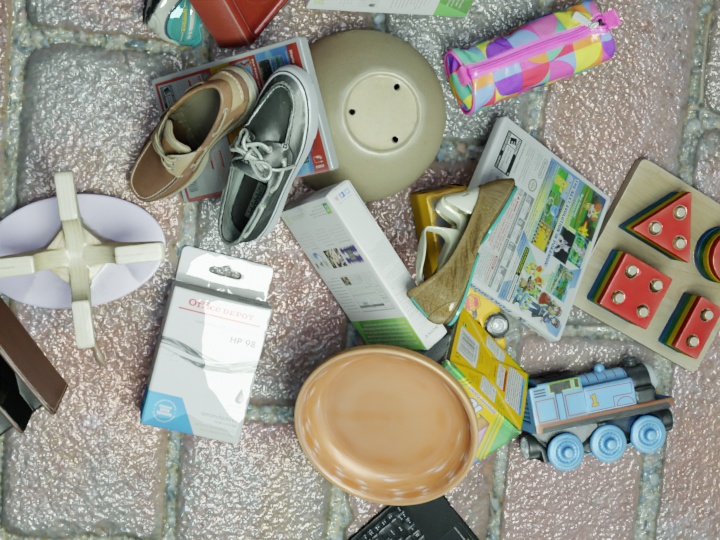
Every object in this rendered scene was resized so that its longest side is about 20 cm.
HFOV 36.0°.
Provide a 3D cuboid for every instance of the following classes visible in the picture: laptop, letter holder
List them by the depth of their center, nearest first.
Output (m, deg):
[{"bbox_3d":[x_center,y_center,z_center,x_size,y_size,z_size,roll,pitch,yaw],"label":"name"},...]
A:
[{"bbox_3d":[-0.414,0.088,1.175,0.100,0.142,0.200,-35,102,-5],"label":"letter holder"},{"bbox_3d":[0.065,0.384,1.320,0.200,0.103,0.177,-39,102,-5],"label":"laptop"}]

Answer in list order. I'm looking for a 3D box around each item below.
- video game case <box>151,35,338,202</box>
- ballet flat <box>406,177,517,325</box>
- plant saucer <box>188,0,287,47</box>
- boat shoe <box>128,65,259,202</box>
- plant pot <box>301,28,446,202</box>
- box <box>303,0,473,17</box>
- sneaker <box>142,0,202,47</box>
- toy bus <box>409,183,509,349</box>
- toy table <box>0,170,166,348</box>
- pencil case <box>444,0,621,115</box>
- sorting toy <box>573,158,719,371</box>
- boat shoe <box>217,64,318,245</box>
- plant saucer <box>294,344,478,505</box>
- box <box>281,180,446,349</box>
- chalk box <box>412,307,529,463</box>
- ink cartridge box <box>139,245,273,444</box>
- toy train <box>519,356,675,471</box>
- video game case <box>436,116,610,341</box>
[{"bbox_3d":[-0.128,-0.161,1.207,0.199,0.017,0.144,-9,100,29],"label":"video game case"},{"bbox_3d":[0.103,-0.035,1.188,0.072,0.068,0.201,30,66,-4],"label":"ballet flat"},{"bbox_3d":[-0.092,-0.330,1.162,0.037,0.200,0.200,39,88,7],"label":"plant saucer"},{"bbox_3d":[-0.193,-0.145,1.192,0.076,0.072,0.200,48,119,5],"label":"boat shoe"},{"bbox_3d":[0.011,-0.173,1.233,0.199,0.134,0.201,-1,96,-11],"label":"plant pot"},{"bbox_3d":[0.048,-0.341,1.208,0.199,0.145,0.036,0,59,-20],"label":"box"},{"bbox_3d":[-0.168,-0.342,1.223,0.079,0.077,0.201,25,96,-32],"label":"sneaker"},{"bbox_3d":[0.117,0.000,1.307,0.078,0.065,0.201,-13,98,-9],"label":"toy bus"},{"bbox_3d":[-0.309,-0.015,1.198,0.199,0.117,0.185,-18,99,-9],"label":"toy table"},{"bbox_3d":[0.198,-0.250,1.287,0.199,0.088,0.089,-24,100,-7],"label":"pencil case"},{"bbox_3d":[0.385,-0.003,1.356,0.199,0.070,0.199,29,90,-12],"label":"sorting toy"},{"bbox_3d":[-0.105,-0.117,1.158,0.073,0.068,0.200,34,117,15],"label":"boat shoe"},{"bbox_3d":[0.029,0.162,1.188,0.199,0.037,0.201,6,119,11],"label":"plant saucer"},{"bbox_3d":[0.000,0.000,1.236,0.036,0.144,0.200,-37,101,-23],"label":"box"},{"bbox_3d":[0.077,0.163,1.270,0.124,0.125,0.200,44,119,-12],"label":"chalk box"},{"bbox_3d":[-0.172,0.083,1.260,0.115,0.067,0.201,14,94,-11],"label":"ink cartridge box"},{"bbox_3d":[0.284,0.172,1.350,0.199,0.087,0.115,-10,92,-9],"label":"toy train"},{"bbox_3d":[0.194,-0.048,1.290,0.182,0.022,0.201,33,67,-23],"label":"video game case"}]
